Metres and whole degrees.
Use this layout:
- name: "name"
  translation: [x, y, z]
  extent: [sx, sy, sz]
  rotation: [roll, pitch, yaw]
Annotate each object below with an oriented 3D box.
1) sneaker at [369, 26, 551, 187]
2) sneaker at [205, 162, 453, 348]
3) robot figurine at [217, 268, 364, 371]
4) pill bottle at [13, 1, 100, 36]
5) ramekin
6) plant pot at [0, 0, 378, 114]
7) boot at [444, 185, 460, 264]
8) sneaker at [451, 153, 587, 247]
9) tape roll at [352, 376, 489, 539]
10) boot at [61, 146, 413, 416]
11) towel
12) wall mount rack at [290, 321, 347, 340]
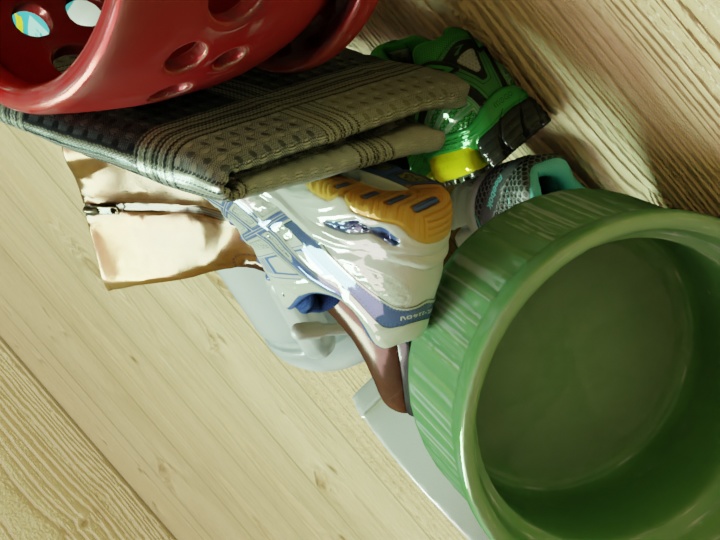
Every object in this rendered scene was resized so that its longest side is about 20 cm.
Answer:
- name: "sneaker"
  translation: [0.033, -0.092, 1.353]
  extent: [0.085, 0.078, 0.200]
  rotation: [57, 155, -6]
- name: "sneaker"
  translation: [-0.040, -0.023, 1.234]
  extent: [0.200, 0.075, 0.088]
  rotation: [28, 122, 41]
- name: "robot figurine"
  translation: [-0.038, -0.012, 1.636]
  extent: [0.200, 0.113, 0.170]
  rotation: [57, -158, -30]
- name: "pill bottle"
  translation: [-0.187, -0.196, 1.597]
  extent: [0.200, 0.111, 0.111]
  rotation: [43, 164, 18]
- name: "ramekin"
  translation: [0.121, 0.054, 1.227]
  extent: [0.200, 0.200, 0.098]
  rotation: [56, 171, -27]
- name: "plant pot"
  translation: [-0.090, -0.180, 1.160]
  extent: [0.200, 0.182, 0.201]
  rotation: [15, 109, 52]
- name: "boot"
  translation: [0.100, 0.038, 1.473]
  extent: [0.200, 0.073, 0.156]
  rotation: [40, 164, 16]
- name: "sneaker"
  translation: [0.134, 0.014, 1.320]
  extent: [0.200, 0.078, 0.091]
  rotation: [44, 156, -5]
- name: "tape roll"
  translation: [0.087, 0.131, 1.611]
  extent: [0.202, 0.071, 0.202]
  rotation: [46, -175, -5]
- name: "boot"
  translation: [-0.061, 0.001, 1.348]
  extent: [0.199, 0.069, 0.189]
  rotation: [-5, 121, 25]
- name: "towel"
  translation: [-0.071, -0.084, 1.230]
  extent: [0.192, 0.200, 0.035]
  rotation: [19, 117, 36]
- name: "wall mount rack"
  translation: [0.000, 0.000, 1.478]
  extent: [0.200, 0.074, 0.174]
  rotation: [69, -170, 25]
